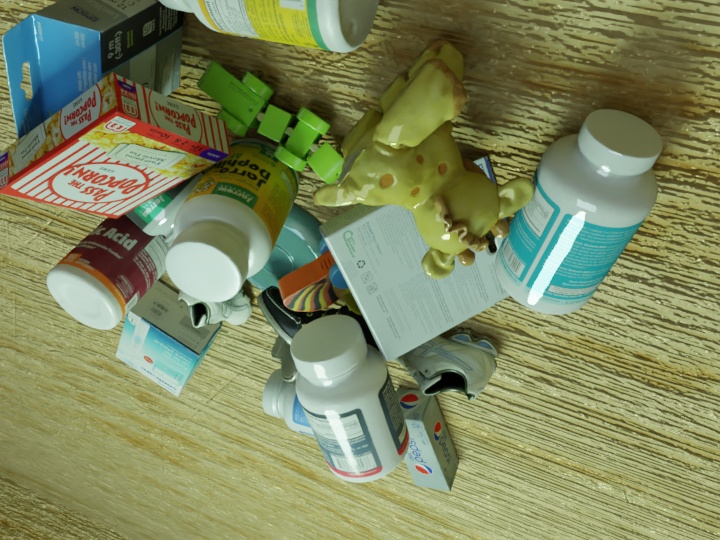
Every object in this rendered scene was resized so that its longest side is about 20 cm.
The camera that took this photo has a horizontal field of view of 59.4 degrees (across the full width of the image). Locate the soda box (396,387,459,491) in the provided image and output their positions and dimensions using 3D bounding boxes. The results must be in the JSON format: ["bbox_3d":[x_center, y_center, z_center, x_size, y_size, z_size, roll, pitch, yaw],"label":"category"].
[{"bbox_3d":[0.107,0.286,1.062,0.068,0.063,0.200,1,131,29],"label":"soda box"}]

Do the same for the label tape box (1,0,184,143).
[{"bbox_3d":[-0.275,-0.221,0.676,0.066,0.200,0.143,30,140,3],"label":"label tape box"}]

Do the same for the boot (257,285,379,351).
[{"bbox_3d":[-0.030,0.057,0.889,0.204,0.073,0.154,42,110,3],"label":"boot"}]

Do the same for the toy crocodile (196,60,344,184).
[{"bbox_3d":[-0.100,-0.172,0.734,0.200,0.062,0.068,33,100,1],"label":"toy crocodile"}]

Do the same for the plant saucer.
[{"bbox_3d":[-0.120,-0.022,0.919,0.200,0.027,0.200,17,137,16],"label":"plant saucer"}]

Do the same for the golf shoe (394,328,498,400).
[{"bbox_3d":[0.088,0.125,0.889,0.200,0.097,0.078,6,136,28],"label":"golf shoe"}]

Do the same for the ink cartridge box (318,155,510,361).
[{"bbox_3d":[0.079,-0.014,0.740,0.200,0.041,0.200,-27,122,-3],"label":"ink cartridge box"}]

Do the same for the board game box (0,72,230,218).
[{"bbox_3d":[-0.268,-0.125,0.686,0.200,0.046,0.151,-21,163,28],"label":"board game box"}]

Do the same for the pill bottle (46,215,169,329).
[{"bbox_3d":[-0.341,-0.022,0.918,0.114,0.200,0.114,16,137,16],"label":"pill bottle"}]

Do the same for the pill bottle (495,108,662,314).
[{"bbox_3d":[0.213,-0.055,0.620,0.111,0.111,0.200,24,139,8],"label":"pill bottle"}]

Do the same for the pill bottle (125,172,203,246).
[{"bbox_3d":[-0.282,-0.120,0.851,0.200,0.113,0.113,44,138,-16],"label":"pill bottle"}]

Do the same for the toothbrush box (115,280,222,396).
[{"bbox_3d":[-0.359,0.129,1.170,0.146,0.085,0.200,35,141,-5],"label":"toothbrush box"}]

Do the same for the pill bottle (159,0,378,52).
[{"bbox_3d":[-0.091,-0.272,0.583,0.200,0.113,0.113,15,137,17],"label":"pill bottle"}]

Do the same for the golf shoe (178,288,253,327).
[{"bbox_3d":[-0.231,0.050,0.977,0.078,0.097,0.200,18,155,18],"label":"golf shoe"}]

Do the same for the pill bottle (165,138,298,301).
[{"bbox_3d":[-0.149,-0.060,0.739,0.113,0.200,0.113,7,131,8],"label":"pill bottle"}]

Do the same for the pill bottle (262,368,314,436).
[{"bbox_3d":[-0.060,0.226,1.066,0.200,0.112,0.112,10,135,22],"label":"pill bottle"}]

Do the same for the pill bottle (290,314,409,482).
[{"bbox_3d":[-0.015,0.161,0.808,0.119,0.120,0.200,2,126,30],"label":"pill bottle"}]

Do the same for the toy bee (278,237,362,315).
[{"bbox_3d":[0.000,0.000,0.808,0.200,0.131,0.109,-19,145,30],"label":"toy bee"}]

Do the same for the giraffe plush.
[{"bbox_3d":[0.072,-0.091,0.605,0.162,0.200,0.173,38,141,-15],"label":"giraffe plush"}]

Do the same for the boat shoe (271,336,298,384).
[{"bbox_3d":[-0.094,0.136,0.985,0.057,0.067,0.200,23,179,-16],"label":"boat shoe"}]
